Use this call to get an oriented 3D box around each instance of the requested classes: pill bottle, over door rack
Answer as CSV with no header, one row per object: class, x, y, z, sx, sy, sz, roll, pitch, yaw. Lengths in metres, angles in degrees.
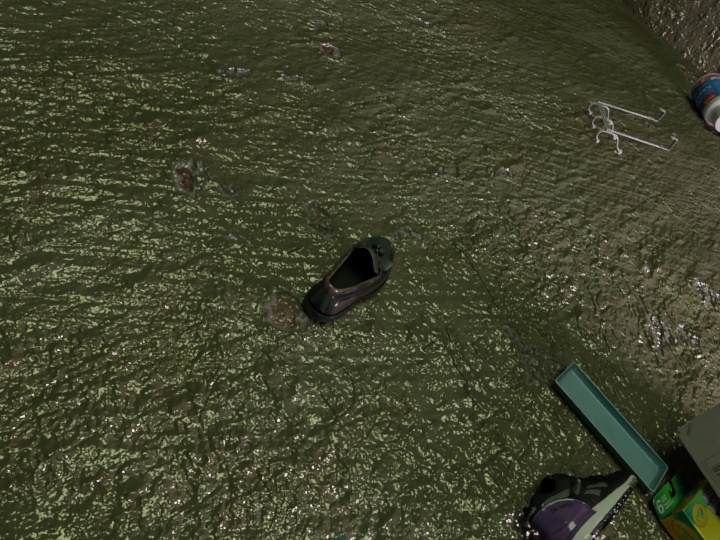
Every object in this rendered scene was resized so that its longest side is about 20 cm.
pill bottle,1.176,-0.549,2.009,0.111,0.113,0.202,18,45,-17
over door rack,0.691,-0.363,1.573,0.197,0.067,0.149,7,47,2

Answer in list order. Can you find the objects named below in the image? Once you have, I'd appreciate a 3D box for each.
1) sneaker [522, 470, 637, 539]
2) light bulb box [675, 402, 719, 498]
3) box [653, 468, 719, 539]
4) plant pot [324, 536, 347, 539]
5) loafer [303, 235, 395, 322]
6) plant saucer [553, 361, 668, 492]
sneaker,0.279,0.282,0.774,0.087,0.077,0.199,37,28,33
light bulb box,0.595,0.289,0.878,0.199,0.125,0.200,17,40,-43
box,0.501,0.379,0.843,0.116,0.049,0.201,-15,61,-40
plant pot,-0.032,0.337,0.491,0.140,0.142,0.201,2,45,-30
loafer,0.000,0.000,0.851,0.072,0.063,0.200,41,44,6
plant saucer,0.370,0.232,0.911,0.070,0.019,0.200,-24,68,-42
